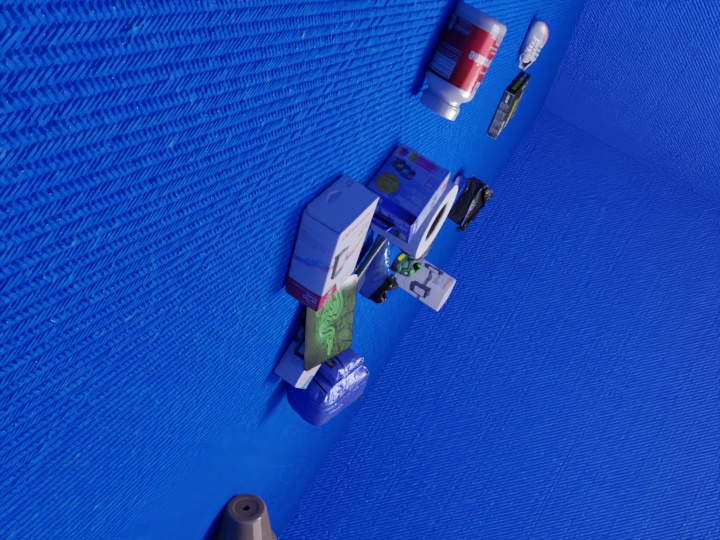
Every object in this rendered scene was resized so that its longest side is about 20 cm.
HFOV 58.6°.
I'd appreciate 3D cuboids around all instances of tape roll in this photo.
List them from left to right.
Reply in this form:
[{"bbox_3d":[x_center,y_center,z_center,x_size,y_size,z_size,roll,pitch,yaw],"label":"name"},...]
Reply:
[{"bbox_3d":[0.132,-0.153,1.572,0.205,0.137,0.204,-55,167,-19],"label":"tape roll"}]

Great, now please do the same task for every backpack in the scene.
[{"bbox_3d":[-0.096,0.278,1.654,0.198,0.161,0.171,-33,146,-37],"label":"backpack"},{"bbox_3d":[0.400,-0.265,2.405,0.202,0.153,0.189,-56,162,20],"label":"backpack"}]

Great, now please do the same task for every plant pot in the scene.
[{"bbox_3d":[-0.323,0.733,1.791,0.200,0.195,0.179,-38,140,-59],"label":"plant pot"}]

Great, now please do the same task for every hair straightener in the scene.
[{"bbox_3d":[-0.067,0.044,1.451,0.200,0.041,0.078,-46,163,-29],"label":"hair straightener"}]

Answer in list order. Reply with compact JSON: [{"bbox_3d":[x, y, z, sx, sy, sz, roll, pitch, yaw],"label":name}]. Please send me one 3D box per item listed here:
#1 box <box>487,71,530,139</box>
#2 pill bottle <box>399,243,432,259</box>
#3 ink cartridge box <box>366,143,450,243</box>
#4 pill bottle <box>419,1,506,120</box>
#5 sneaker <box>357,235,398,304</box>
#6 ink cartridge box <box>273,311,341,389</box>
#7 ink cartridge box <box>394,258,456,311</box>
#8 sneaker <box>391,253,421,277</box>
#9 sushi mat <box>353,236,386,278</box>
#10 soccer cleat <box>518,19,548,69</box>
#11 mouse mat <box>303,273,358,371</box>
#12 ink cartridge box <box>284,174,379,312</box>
[{"bbox_3d":[0.569,-0.634,2.459,0.194,0.047,0.203,-52,166,-42],"label":"box"},{"bbox_3d":[0.187,-0.143,1.914,0.106,0.105,0.203,-43,160,-51],"label":"pill bottle"},{"bbox_3d":[0.085,-0.156,1.374,0.202,0.135,0.077,-54,166,-23],"label":"ink cartridge box"},{"bbox_3d":[0.196,-0.411,1.271,0.203,0.111,0.112,-64,167,23],"label":"pill bottle"},{"bbox_3d":[0.070,-0.007,1.741,0.203,0.110,0.077,-61,168,10],"label":"sneaker"},{"bbox_3d":[-0.113,0.173,1.515,0.203,0.067,0.116,-58,167,-6],"label":"ink cartridge box"},{"bbox_3d":[0.231,0.038,2.315,0.145,0.197,0.086,-38,158,-58],"label":"ink cartridge box"},{"bbox_3d":[0.177,-0.028,2.206,0.200,0.084,0.079,-44,162,-53],"label":"sneaker"},{"bbox_3d":[0.000,0.000,1.633,0.202,0.012,0.096,-56,-174,-18],"label":"sushi mat"},{"bbox_3d":[0.574,-0.746,2.140,0.087,0.069,0.200,-56,168,-11],"label":"soccer cleat"},{"bbox_3d":[-0.067,0.117,1.446,0.159,0.007,0.205,-23,126,-43],"label":"mouse mat"},{"bbox_3d":[-0.055,-0.048,1.177,0.148,0.085,0.202,-47,165,-44],"label":"ink cartridge box"}]
